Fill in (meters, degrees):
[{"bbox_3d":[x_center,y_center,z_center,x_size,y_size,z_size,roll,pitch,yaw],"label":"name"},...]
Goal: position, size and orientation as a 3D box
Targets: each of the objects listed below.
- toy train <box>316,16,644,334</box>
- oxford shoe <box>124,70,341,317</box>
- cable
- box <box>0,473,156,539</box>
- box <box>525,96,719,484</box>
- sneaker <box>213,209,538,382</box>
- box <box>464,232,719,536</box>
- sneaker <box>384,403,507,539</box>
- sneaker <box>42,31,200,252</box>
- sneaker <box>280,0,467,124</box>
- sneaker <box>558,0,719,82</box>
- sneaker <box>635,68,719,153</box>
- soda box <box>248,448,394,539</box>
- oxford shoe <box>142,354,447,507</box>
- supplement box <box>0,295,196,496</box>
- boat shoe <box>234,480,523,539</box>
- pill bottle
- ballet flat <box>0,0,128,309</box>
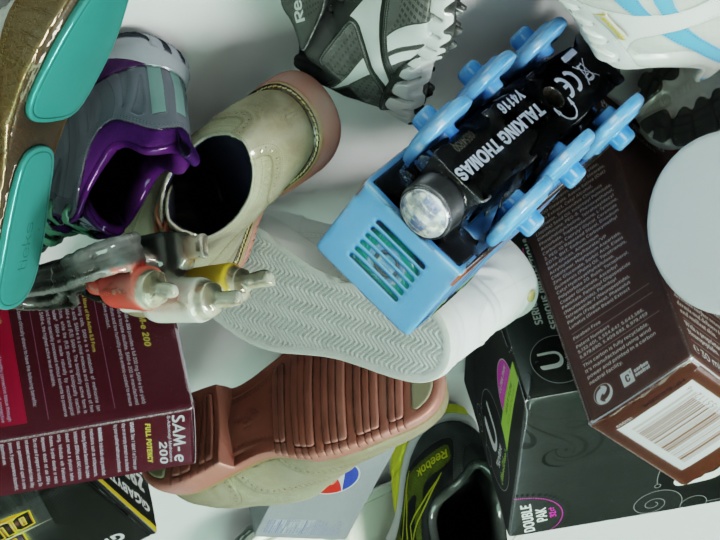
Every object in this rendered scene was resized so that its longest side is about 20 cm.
[{"bbox_3d":[0.066,-0.054,1.506,0.114,0.087,0.200,-48,176,41],"label":"toy train"},{"bbox_3d":[-0.091,-0.033,1.536,0.074,0.071,0.200,-31,166,-46],"label":"oxford shoe"},{"bbox_3d":[-0.141,0.013,1.508,0.097,0.051,0.199,-2,172,-44],"label":"cable"},{"bbox_3d":[-0.248,0.147,1.756,0.199,0.049,0.160,-25,140,12],"label":"box"},{"bbox_3d":[0.151,0.006,1.590,0.075,0.201,0.100,-35,139,21],"label":"box"},{"bbox_3d":[0.000,0.000,1.599,0.115,0.199,0.074,-27,130,-47],"label":"sneaker"},{"bbox_3d":[0.172,0.055,1.722,0.199,0.125,0.149,-8,143,-9],"label":"box"},{"bbox_3d":[0.050,0.188,1.815,0.074,0.085,0.201,-5,109,-17],"label":"sneaker"},{"bbox_3d":[-0.166,-0.038,1.514,0.200,0.088,0.074,-38,137,27],"label":"sneaker"},{"bbox_3d":[0.006,-0.136,1.446,0.090,0.067,0.200,13,157,-3],"label":"sneaker"},{"bbox_3d":[0.131,-0.147,1.488,0.199,0.077,0.081,14,128,-33],"label":"sneaker"},{"bbox_3d":[0.245,-0.119,1.587,0.199,0.077,0.085,-22,162,17],"label":"sneaker"},{"bbox_3d":[-0.012,0.076,1.729,0.063,0.068,0.200,3,139,-22],"label":"soda box"},{"bbox_3d":[-0.027,0.089,1.644,0.199,0.071,0.074,-14,147,32],"label":"oxford shoe"},{"bbox_3d":[-0.198,0.065,1.618,0.199,0.109,0.061,-9,144,-7],"label":"supplement box"},{"bbox_3d":[0.009,0.169,1.881,0.199,0.073,0.062,-12,-173,-16],"label":"boat shoe"},{"bbox_3d":[0.240,-0.024,1.561,0.114,0.114,0.200,-38,160,27],"label":"pill bottle"},{"bbox_3d":[-0.176,-0.080,1.458,0.068,0.072,0.201,-15,126,-65],"label":"ballet flat"}]
